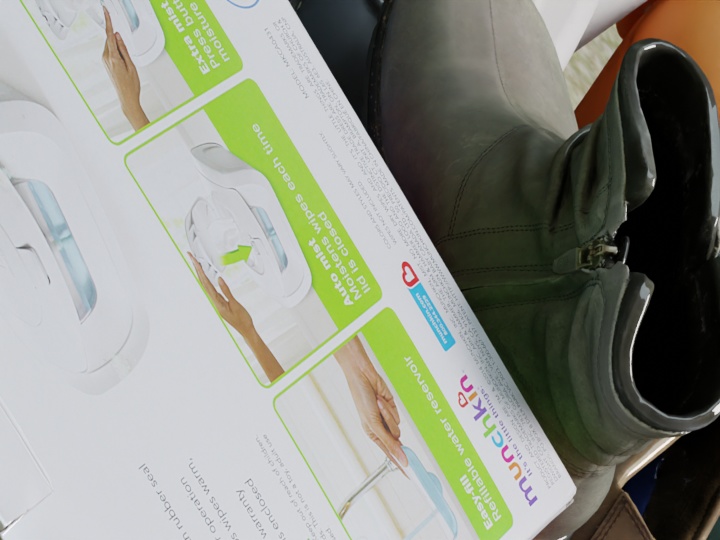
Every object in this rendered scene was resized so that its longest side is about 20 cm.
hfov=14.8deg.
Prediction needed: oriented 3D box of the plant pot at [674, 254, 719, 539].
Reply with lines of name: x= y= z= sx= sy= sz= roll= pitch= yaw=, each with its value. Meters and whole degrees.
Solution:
plant pot: x=0.147 y=0.108 z=0.924 sx=0.196 sy=0.200 sz=0.200 roll=53 pitch=20 yaw=16

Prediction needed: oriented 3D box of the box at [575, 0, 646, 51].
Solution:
box: x=0.053 y=-0.174 z=1.095 sx=0.106 sy=0.200 sz=0.153 roll=23 pitch=37 yaw=-52

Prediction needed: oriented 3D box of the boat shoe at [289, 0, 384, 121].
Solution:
boat shoe: x=0.000 y=0.000 z=0.838 sx=0.062 sy=0.075 sz=0.201 roll=112 pitch=-25 yaw=-83

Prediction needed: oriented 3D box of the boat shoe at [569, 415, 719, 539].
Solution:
boat shoe: x=0.060 y=0.092 z=0.793 sx=0.200 sy=0.072 sz=0.072 roll=-62 pitch=143 yaw=-30

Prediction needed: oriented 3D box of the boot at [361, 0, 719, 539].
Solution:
boot: x=0.059 y=-0.025 z=0.750 sx=0.067 sy=0.131 sz=0.201 roll=8 pitch=58 yaw=-22

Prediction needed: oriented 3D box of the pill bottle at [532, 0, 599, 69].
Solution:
pill bottle: x=-0.015 y=-0.134 z=0.928 sx=0.200 sy=0.115 sz=0.114 roll=26 pitch=19 yaw=11

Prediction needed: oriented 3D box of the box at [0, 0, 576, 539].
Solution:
box: x=-0.068 y=0.018 z=0.627 sx=0.200 sy=0.097 sz=0.176 roll=59 pitch=40 yaw=-6

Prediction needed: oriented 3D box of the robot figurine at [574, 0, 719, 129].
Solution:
robot figurine: x=0.148 y=-0.056 z=1.149 sx=0.116 sy=0.200 sz=0.144 roll=14 pitch=65 yaw=-9
